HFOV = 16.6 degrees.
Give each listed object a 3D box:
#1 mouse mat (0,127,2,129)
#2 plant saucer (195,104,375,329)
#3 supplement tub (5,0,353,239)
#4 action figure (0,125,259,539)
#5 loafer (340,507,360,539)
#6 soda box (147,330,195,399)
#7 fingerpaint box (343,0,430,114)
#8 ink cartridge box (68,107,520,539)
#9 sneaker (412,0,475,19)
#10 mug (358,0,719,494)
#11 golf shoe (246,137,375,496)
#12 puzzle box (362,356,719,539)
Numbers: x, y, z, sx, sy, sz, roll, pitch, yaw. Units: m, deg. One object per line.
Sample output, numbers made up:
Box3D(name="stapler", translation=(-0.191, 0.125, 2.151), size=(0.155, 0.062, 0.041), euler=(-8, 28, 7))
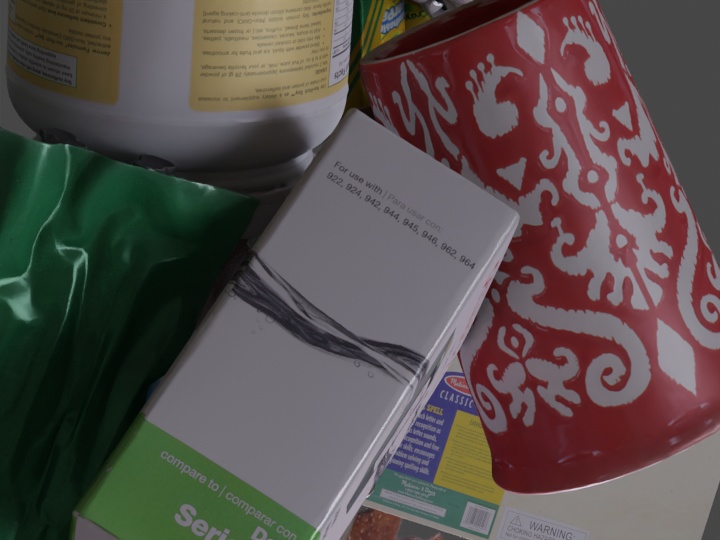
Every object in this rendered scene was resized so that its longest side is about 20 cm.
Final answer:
Box3D(name="mouse mat", translation=(-0.148, 0.032, 1.036), size=(0.200, 0.007, 0.162), euler=(56, 37, -47))
Box3D(name="plant saucer", translation=(0.000, 0.000, 1.228), size=(0.199, 0.032, 0.201), euler=(-21, 142, -17))
Box3D(name="supplement tub", translation=(-0.073, -0.125, 1.018), size=(0.145, 0.145, 0.201), euler=(-25, 125, -56))
Box3D(name="action figure", translation=(-0.126, 0.048, 0.967), size=(0.055, 0.117, 0.201), euler=(-116, -136, -76))
Box3D(name="loafer", translation=(-0.028, 0.105, 1.300), size=(0.076, 0.068, 0.200), euler=(-53, -171, 42))
Box3D(name="soda box", translation=(-0.050, 0.120, 1.143), size=(0.064, 0.067, 0.201), euler=(-108, -178, -51))
Box3D(name="fingerpaint box", translation=(0.025, -0.153, 1.266), size=(0.200, 0.073, 0.168), euler=(-38, 135, -48))
Box3D(name="ink cartridge box", translation=(-0.029, 0.058, 0.978), size=(0.200, 0.084, 0.146), euler=(-56, 174, -23))
Box3D(name="sneaker", translation=(0.062, -0.149, 1.175), size=(0.200, 0.081, 0.076), euler=(-1, 101, -59))
Box3D(name="mug", translation=(0.069, -0.017, 1.108), size=(0.133, 0.177, 0.201), euler=(-34, 106, -43))
Box3D(name="golf shoe", translation=(-0.004, 0.024, 1.144), size=(0.078, 0.097, 0.201), euler=(-17, 140, -21))
Box3D(name="puzzle box", translation=(0.107, 0.095, 1.393), size=(0.025, 0.199, 0.134), euler=(-154, -97, -82))
